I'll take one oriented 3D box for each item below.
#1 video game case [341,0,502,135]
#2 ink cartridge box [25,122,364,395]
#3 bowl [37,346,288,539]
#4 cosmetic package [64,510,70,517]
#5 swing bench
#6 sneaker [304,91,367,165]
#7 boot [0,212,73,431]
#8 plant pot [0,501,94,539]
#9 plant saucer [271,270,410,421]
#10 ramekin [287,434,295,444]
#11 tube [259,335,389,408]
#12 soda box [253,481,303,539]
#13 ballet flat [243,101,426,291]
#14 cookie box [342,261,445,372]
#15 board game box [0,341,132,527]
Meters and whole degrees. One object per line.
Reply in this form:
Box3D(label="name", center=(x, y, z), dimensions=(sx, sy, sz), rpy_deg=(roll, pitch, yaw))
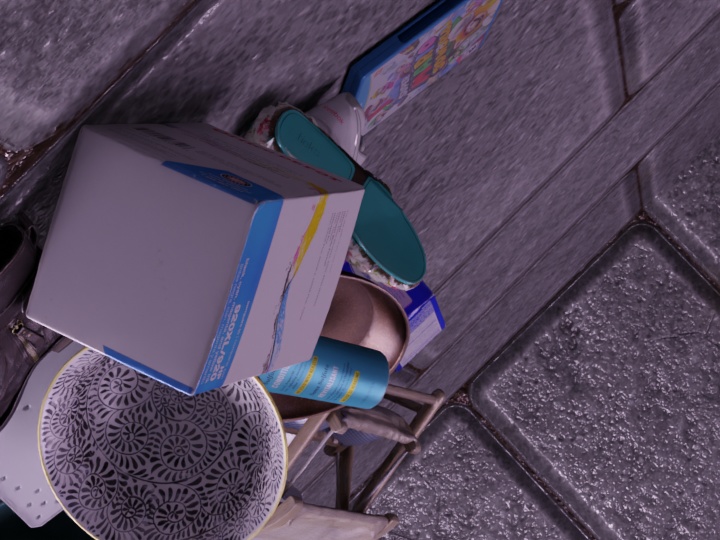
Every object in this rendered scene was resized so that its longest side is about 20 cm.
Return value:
Box3D(label="video game case", center=(0.054, -0.194, 1.748), dimensions=(0.200, 0.018, 0.143), rpy_deg=(-38, 168, -25))
Box3D(label="ink cartridge box", center=(-0.113, -0.014, 1.389), dimensions=(0.200, 0.146, 0.146), rpy_deg=(-12, 122, -67))
Box3D(label="bowl", center=(-0.146, 0.122, 1.527), dimensions=(0.201, 0.200, 0.094), rpy_deg=(-48, -173, 21))
Box3D(label="cosmetic package", center=(-0.217, 0.140, 1.864), dimensions=(0.200, 0.071, 0.102), rpy_deg=(-38, 167, -30))
Box3D(label="swing bench", center=(-0.042, 0.182, 1.907), dimensions=(0.198, 0.129, 0.202), rpy_deg=(19, 92, -58))
Box3D(label="sneaker", center=(-0.036, -0.081, 1.701), dimensions=(0.099, 0.078, 0.200), rpy_deg=(-40, 169, -32))
Box3D(label="boot", center=(-0.280, 0.047, 1.378), dimensions=(0.200, 0.069, 0.174), rpy_deg=(-48, 163, 1))
Box3D(label="plant pot", center=(-0.318, 0.329, 1.909), dimensions=(0.200, 0.201, 0.161), rpy_deg=(-39, 179, -22))
Box3D(label="plant saucer", center=(-0.058, 0.057, 1.665), dimensions=(0.198, 0.037, 0.201), rpy_deg=(-9, 140, -8))
Box3D(label="ramekin", center=(-0.153, 0.186, 2.175), dimensions=(0.200, 0.098, 0.201), rpy_deg=(-42, 168, -11))
Box3D(label="tube", center=(-0.070, 0.073, 1.609), dimensions=(0.199, 0.050, 0.078), rpy_deg=(13, 112, -32))
Box3D(label="soda box", center=(-0.147, 0.211, 2.031), dimensions=(0.063, 0.200, 0.068), rpy_deg=(-45, -159, 8))
Box3D(label="ballet flat", center=(-0.023, -0.060, 1.593), dimensions=(0.064, 0.200, 0.076), rpy_deg=(-13, -145, 49))
Box3D(label="cookie box", center=(0.000, 0.000, 1.871), dimensions=(0.075, 0.171, 0.200), rpy_deg=(-40, 169, -2))
Box3D(label="board game box", center=(-0.230, 0.098, 1.557), dimensions=(0.199, 0.026, 0.200), rpy_deg=(-37, 143, -5))
